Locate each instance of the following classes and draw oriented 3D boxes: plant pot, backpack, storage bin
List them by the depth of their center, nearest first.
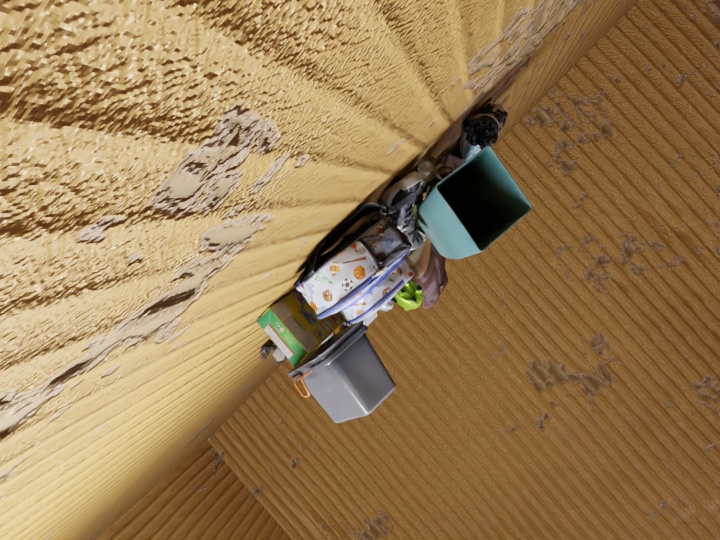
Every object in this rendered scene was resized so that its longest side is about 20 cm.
[{"bbox_3d":[-0.014,0.005,1.024,0.188,0.156,0.200,-30,174,-26],"label":"backpack"},{"bbox_3d":[-0.035,0.198,1.074,0.145,0.136,0.200,-37,179,-31],"label":"storage bin"},{"bbox_3d":[0.198,-0.112,1.144,0.140,0.143,0.200,-37,180,-17],"label":"plant pot"}]

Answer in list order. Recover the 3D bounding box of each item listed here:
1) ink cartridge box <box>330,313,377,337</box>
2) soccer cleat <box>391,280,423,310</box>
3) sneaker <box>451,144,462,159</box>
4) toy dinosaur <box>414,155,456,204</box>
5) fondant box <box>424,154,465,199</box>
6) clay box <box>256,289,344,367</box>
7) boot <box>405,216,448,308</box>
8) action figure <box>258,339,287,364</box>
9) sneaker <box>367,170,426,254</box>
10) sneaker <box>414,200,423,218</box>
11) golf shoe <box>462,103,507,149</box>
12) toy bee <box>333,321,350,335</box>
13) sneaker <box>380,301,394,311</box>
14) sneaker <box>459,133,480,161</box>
[{"bbox_3d":[-0.078,0.115,1.413,0.199,0.144,0.085,-42,137,-29],"label":"ink cartridge box"},{"bbox_3d":[0.038,0.011,1.189,0.068,0.199,0.081,-51,-177,-27],"label":"soccer cleat"},{"bbox_3d":[0.249,-0.279,1.508,0.081,0.072,0.200,-13,161,-36],"label":"sneaker"},{"bbox_3d":[0.112,-0.168,1.184,0.101,0.078,0.199,-21,164,-50],"label":"toy dinosaur"},{"bbox_3d":[0.183,-0.159,1.403,0.144,0.057,0.205,-165,-84,-88],"label":"fondant box"},{"bbox_3d":[-0.110,0.098,1.172,0.048,0.115,0.200,-43,177,24],"label":"clay box"},{"bbox_3d":[0.163,-0.039,1.306,0.202,0.071,0.168,-53,138,-24],"label":"boot"},{"bbox_3d":[-0.173,0.202,1.529,0.198,0.118,0.104,-27,-137,45],"label":"action figure"},{"bbox_3d":[0.088,-0.101,1.123,0.075,0.115,0.200,-34,174,-26],"label":"sneaker"},{"bbox_3d":[0.091,-0.138,1.379,0.080,0.074,0.200,-11,175,-7],"label":"sneaker"},{"bbox_3d":[0.264,-0.313,1.237,0.096,0.077,0.200,-61,177,6],"label":"golf shoe"},{"bbox_3d":[-0.033,0.162,1.278,0.129,0.111,0.199,20,138,-38],"label":"toy bee"},{"bbox_3d":[0.051,-0.007,1.381,0.073,0.205,0.087,6,156,-35],"label":"sneaker"},{"bbox_3d":[0.283,-0.253,1.410,0.072,0.083,0.202,-23,145,-5],"label":"sneaker"}]
